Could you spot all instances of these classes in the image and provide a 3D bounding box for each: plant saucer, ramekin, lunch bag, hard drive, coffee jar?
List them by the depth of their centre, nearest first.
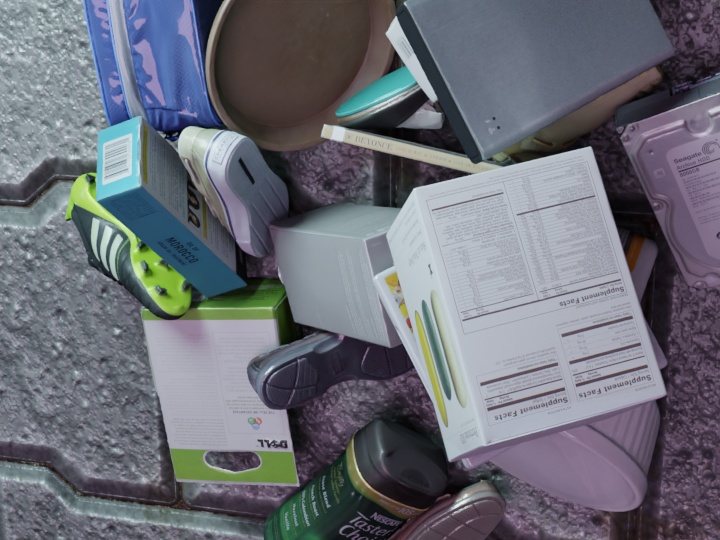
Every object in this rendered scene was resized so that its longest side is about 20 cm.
[{"bbox_3d":[0.145,-0.194,1.160,0.199,0.033,0.140,-29,93,-18],"label":"hard drive"},{"bbox_3d":[0.322,-0.079,1.250,0.139,0.038,0.201,-18,124,20],"label":"hard drive"},{"bbox_3d":[-0.056,-0.206,1.308,0.029,0.199,0.201,43,123,47],"label":"plant saucer"},{"bbox_3d":[0.186,0.135,1.325,0.201,0.203,0.095,28,70,7],"label":"ramekin"},{"bbox_3d":[-0.185,-0.219,1.347,0.131,0.136,0.202,-1,109,18],"label":"lunch bag"},{"bbox_3d":[-0.004,0.238,1.449,0.104,0.086,0.200,26,123,-28],"label":"coffee jar"}]

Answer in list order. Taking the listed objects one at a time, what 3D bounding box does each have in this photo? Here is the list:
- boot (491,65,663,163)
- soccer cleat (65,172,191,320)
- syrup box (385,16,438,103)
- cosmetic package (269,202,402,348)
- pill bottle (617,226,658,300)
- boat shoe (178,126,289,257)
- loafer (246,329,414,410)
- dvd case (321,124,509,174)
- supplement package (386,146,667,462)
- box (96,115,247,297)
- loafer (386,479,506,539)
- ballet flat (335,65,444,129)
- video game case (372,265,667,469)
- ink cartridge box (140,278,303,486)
[{"bbox_3d":[0.175,-0.157,1.229,0.155,0.200,0.073,-34,69,22],"label":"boot"},{"bbox_3d":[-0.236,-0.015,1.445,0.200,0.067,0.081,52,130,27],"label":"soccer cleat"},{"bbox_3d":[0.128,-0.236,1.232,0.199,0.079,0.082,-35,93,-5],"label":"syrup box"},{"bbox_3d":[0.000,0.000,1.332,0.090,0.200,0.108,-20,106,-23],"label":"cosmetic package"},{"bbox_3d":[0.166,-0.005,1.320,0.199,0.116,0.117,21,112,11],"label":"pill bottle"},{"bbox_3d":[-0.119,-0.081,1.364,0.062,0.200,0.072,26,70,21],"label":"boat shoe"},{"bbox_3d":[-0.018,0.076,1.397,0.199,0.063,0.072,-18,116,-20],"label":"loafer"},{"bbox_3d":[0.076,-0.102,1.299,0.198,0.149,0.016,14,95,12],"label":"dvd case"},{"bbox_3d":[0.125,0.031,1.134,0.149,0.152,0.202,-14,80,-10],"label":"supplement package"},{"bbox_3d":[-0.177,-0.057,1.363,0.049,0.083,0.200,-17,146,19],"label":"box"},{"bbox_3d":[0.065,0.273,1.470,0.072,0.063,0.200,31,115,-32],"label":"loafer"},{"bbox_3d":[0.072,-0.173,1.316,0.199,0.068,0.069,-33,110,16],"label":"ballet flat"},{"bbox_3d":[0.137,0.044,1.224,0.199,0.023,0.183,-26,82,-10],"label":"video game case"},{"bbox_3d":[-0.133,0.117,1.474,0.147,0.076,0.202,-1,112,17],"label":"ink cartridge box"}]
